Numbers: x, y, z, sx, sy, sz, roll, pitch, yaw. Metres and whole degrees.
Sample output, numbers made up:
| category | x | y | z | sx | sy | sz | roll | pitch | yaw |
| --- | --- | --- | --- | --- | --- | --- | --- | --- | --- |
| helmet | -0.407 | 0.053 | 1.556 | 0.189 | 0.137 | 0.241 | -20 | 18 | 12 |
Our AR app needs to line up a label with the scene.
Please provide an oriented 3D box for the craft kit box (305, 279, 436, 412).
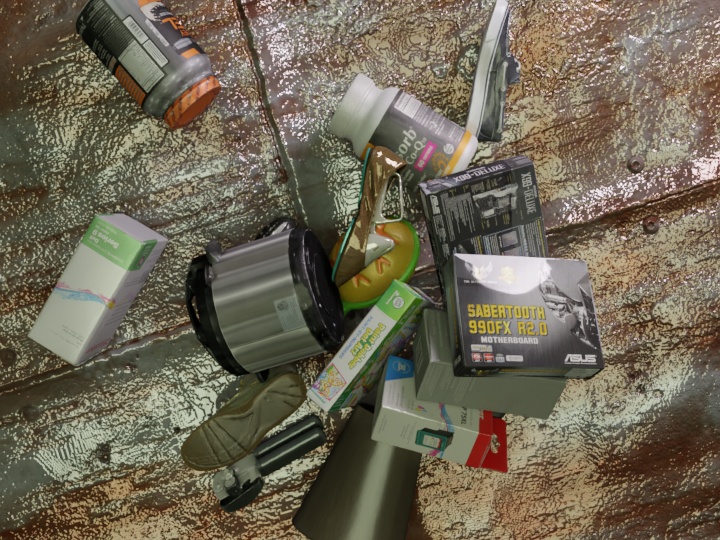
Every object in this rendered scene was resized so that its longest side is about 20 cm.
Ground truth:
| category | x | y | z | sx | sy | sz | roll | pitch | yaw |
| --- | --- | --- | --- | --- | --- | --- | --- | --- | --- |
| craft kit box | 0.021 | 0.107 | 1.303 | 0.048 | 0.200 | 0.198 | 36 | 94 | 13 |

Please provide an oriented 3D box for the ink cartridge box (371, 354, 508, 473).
| category | x | y | z | sx | sy | sz | roll | pitch | yaw |
| --- | --- | --- | --- | --- | --- | --- | --- | --- | --- |
| ink cartridge box | 0.121 | 0.202 | 1.291 | 0.198 | 0.117 | 0.068 | 15 | 123 | -2 |

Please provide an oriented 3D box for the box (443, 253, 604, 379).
| category | x | y | z | sx | sy | sz | roll | pitch | yaw |
| --- | --- | --- | --- | --- | --- | --- | --- | --- | --- |
| box | 0.217 | 0.062 | 1.226 | 0.198 | 0.048 | 0.160 | 3 | 65 | -13 |

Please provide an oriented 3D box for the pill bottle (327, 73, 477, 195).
| category | x | y | z | sx | sy | sz | roll | pitch | yaw |
| --- | --- | --- | --- | --- | --- | --- | --- | --- | --- |
| pill bottle | 0.060 | -0.191 | 1.321 | 0.199 | 0.116 | 0.117 | 31 | 94 | -2 |

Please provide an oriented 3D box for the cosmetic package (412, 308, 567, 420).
| category | x | y | z | sx | sy | sz | roll | pitch | yaw |
| --- | --- | --- | --- | --- | --- | --- | --- | --- | --- |
| cosmetic package | 0.177 | 0.131 | 1.275 | 0.198 | 0.107 | 0.091 | 7 | 130 | -9 |

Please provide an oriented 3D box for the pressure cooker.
| category | x | y | z | sx | sy | sz | roll | pitch | yaw |
| --- | --- | --- | --- | --- | --- | --- | --- | --- | --- |
| pressure cooker | -0.138 | 0.045 | 1.243 | 0.198 | 0.179 | 0.178 | -18 | 65 | 11 |

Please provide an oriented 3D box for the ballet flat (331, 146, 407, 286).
| category | x | y | z | sx | sy | sz | roll | pitch | yaw |
| --- | --- | --- | --- | --- | --- | --- | --- | --- | --- |
| ballet flat | 0.020 | -0.069 | 1.255 | 0.072 | 0.068 | 0.202 | 16 | 85 | 8 |

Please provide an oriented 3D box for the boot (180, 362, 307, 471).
| category | x | y | z | sx | sy | sz | roll | pitch | yaw |
| --- | --- | --- | --- | --- | --- | --- | --- | --- | --- |
| boot | -0.169 | 0.204 | 1.334 | 0.199 | 0.155 | 0.072 | -36 | 100 | -3 |

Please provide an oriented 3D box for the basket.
| category | x | y | z | sx | sy | sz | roll | pitch | yaw |
| --- | --- | --- | --- | --- | --- | --- | --- | --- | --- |
| basket | 0.011 | 0.310 | 1.355 | 0.179 | 0.136 | 0.202 | 20 | 89 | 24 |

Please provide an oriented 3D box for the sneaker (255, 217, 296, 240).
| category | x | y | z | sx | sy | sz | roll | pitch | yaw |
| --- | --- | --- | --- | --- | --- | --- | --- | --- | --- |
| sneaker | -0.147 | 0.013 | 1.369 | 0.080 | 0.074 | 0.201 | 31 | 100 | -13 |

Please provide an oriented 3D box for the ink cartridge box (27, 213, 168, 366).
| category | x | y | z | sx | sy | sz | roll | pitch | yaw |
| --- | --- | --- | --- | --- | --- | --- | --- | --- | --- |
| ink cartridge box | -0.376 | 0.023 | 1.325 | 0.087 | 0.145 | 0.201 | 29 | 94 | -1 |

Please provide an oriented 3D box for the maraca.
| category | x | y | z | sx | sy | sz | roll | pitch | yaw |
| --- | --- | --- | --- | --- | --- | --- | --- | --- | --- |
| maraca | 0.000 | 0.000 | 1.339 | 0.199 | 0.138 | 0.107 | -35 | 137 | 11 |

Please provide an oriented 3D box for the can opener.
| category | x | y | z | sx | sy | sz | roll | pitch | yaw |
| --- | --- | --- | --- | --- | --- | --- | --- | --- | --- |
| can opener | -0.138 | 0.292 | 1.400 | 0.199 | 0.053 | 0.067 | -33 | 128 | 4 |

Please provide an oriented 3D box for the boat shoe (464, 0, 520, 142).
| category | x | y | z | sx | sy | sz | roll | pitch | yaw |
| --- | --- | --- | --- | --- | --- | --- | --- | --- | --- |
| boat shoe | 0.201 | -0.288 | 1.335 | 0.067 | 0.072 | 0.202 | 11 | 97 | 1 |

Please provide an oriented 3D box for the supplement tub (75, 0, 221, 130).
| category | x | y | z | sx | sy | sz | roll | pitch | yaw |
| --- | --- | --- | --- | --- | --- | --- | --- | --- | --- |
| supplement tub | -0.299 | -0.308 | 1.310 | 0.122 | 0.123 | 0.200 | -40 | 94 | 3 |

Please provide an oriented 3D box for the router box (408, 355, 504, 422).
| category | x | y | z | sx | sy | sz | roll | pitch | yaw |
| --- | --- | --- | --- | --- | --- | --- | --- | --- | --- |
| router box | 0.181 | 0.134 | 1.378 | 0.157 | 0.052 | 0.200 | 41 | 94 | -3 |

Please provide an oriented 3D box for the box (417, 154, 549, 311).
| category | x | y | z | sx | sy | sz | roll | pitch | yaw |
| --- | --- | --- | --- | --- | --- | --- | --- | --- | --- |
| box | 0.178 | -0.044 | 1.283 | 0.156 | 0.050 | 0.202 | -17 | 113 | -4 |
